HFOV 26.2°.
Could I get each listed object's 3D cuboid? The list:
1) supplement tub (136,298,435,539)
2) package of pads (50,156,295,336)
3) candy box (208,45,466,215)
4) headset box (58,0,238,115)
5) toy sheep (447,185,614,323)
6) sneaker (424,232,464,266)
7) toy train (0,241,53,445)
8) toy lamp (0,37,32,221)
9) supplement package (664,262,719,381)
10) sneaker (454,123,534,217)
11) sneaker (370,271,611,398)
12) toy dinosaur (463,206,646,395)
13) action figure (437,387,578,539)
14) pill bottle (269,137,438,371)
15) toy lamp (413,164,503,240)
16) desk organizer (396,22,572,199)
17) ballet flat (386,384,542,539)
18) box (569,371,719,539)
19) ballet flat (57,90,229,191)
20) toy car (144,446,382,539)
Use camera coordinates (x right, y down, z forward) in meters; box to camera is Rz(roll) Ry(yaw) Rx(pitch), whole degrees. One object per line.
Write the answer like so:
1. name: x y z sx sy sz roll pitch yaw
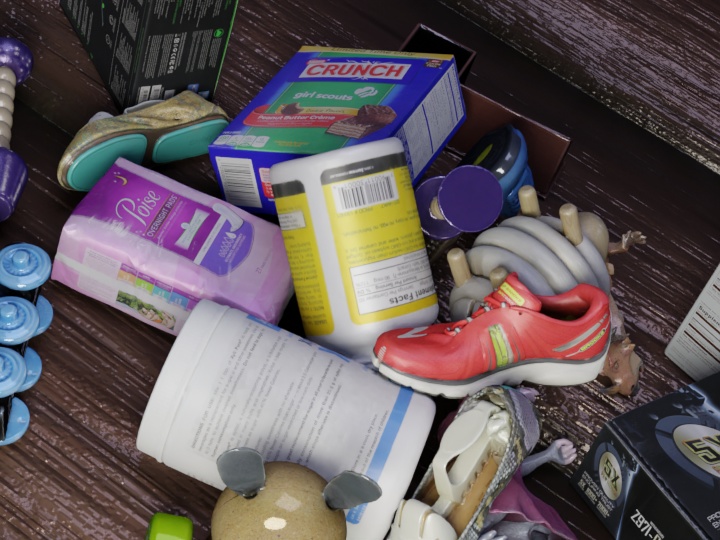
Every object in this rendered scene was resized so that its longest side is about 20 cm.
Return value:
1. supplement tub: -0.055 0.118 1.180 0.199 0.132 0.132 24 43 1
2. package of pads: -0.147 -0.008 1.308 0.199 0.076 0.121 24 40 2
3. candy box: -0.017 -0.130 1.435 0.168 0.077 0.200 6 35 26
4. headset box: -0.206 -0.273 1.474 0.092 0.175 0.200 -12 51 -30
5. toy sheep: 0.136 0.019 1.299 0.200 0.138 0.138 -37 67 -21
6. sneaker: 0.026 -0.003 1.387 0.200 0.076 0.071 -38 81 -22
7. toy train: -0.301 0.052 1.184 0.113 0.087 0.201 6 47 -4
8. toy lamp: -0.318 -0.123 1.356 0.058 0.058 0.201 6 44 -17
9. supplement package: 0.418 0.017 1.420 0.147 0.201 0.191 42 46 20
10. sneaker: 0.138 -0.086 1.443 0.078 0.066 0.200 43 0 -4
11. sneaker: 0.101 0.042 1.196 0.199 0.085 0.077 -6 30 -20
12. toy dinosaur: 0.176 0.023 1.408 0.199 0.086 0.136 19 63 13
13. action figure: 0.102 0.169 1.242 0.148 0.134 0.200 -32 38 7
14. pill bottle: 0.000 0.000 1.268 0.114 0.114 0.201 -15 95 -33
15. toy lamp: 0.075 -0.054 1.268 0.058 0.059 0.200 16 -1 -7
16. desk organizer: 0.122 -0.163 1.567 0.199 0.077 0.072 28 43 6
17. ballet flat: 0.060 0.166 1.122 0.072 0.072 0.201 30 76 9
18. box: 0.308 0.180 1.297 0.199 0.086 0.164 -17 55 -34
19. ballet flat: -0.207 -0.121 1.404 0.199 0.071 0.071 -22 58 -43
20. toy car: -0.058 0.195 1.050 0.163 0.201 0.158 12 44 -10
